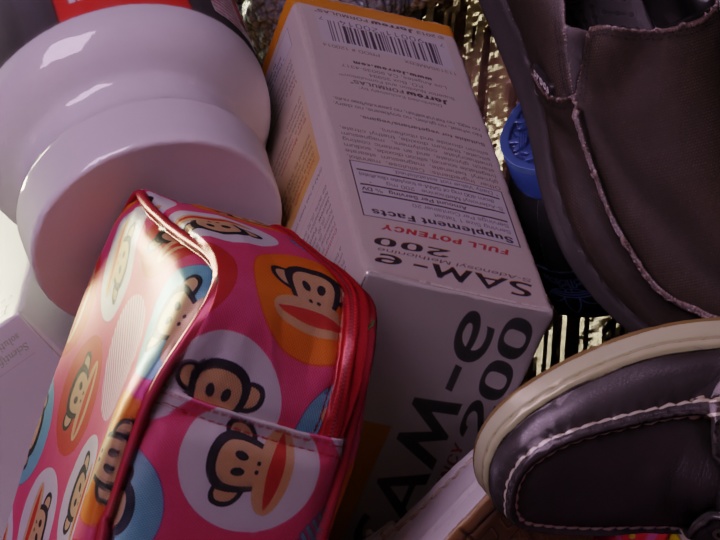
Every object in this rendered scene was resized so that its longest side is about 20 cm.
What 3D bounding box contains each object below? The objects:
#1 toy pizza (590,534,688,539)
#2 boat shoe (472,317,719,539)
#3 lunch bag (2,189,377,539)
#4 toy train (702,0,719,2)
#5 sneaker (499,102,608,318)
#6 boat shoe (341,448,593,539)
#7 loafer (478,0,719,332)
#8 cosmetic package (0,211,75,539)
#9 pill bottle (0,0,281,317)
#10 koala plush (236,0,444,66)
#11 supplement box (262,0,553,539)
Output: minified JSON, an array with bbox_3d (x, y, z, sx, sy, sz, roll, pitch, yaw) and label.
[{"bbox_3d":[0.058,0.142,0.822,0.200,0.032,0.200,-19,47,22],"label":"toy pizza"},{"bbox_3d":[0.138,0.057,0.750,0.200,0.073,0.065,-9,43,-9],"label":"boat shoe"},{"bbox_3d":[-0.072,0.076,0.791,0.200,0.082,0.176,-71,21,7],"label":"lunch bag"},{"bbox_3d":[0.189,-0.056,0.832,0.114,0.085,0.200,-29,67,18],"label":"toy train"},{"bbox_3d":[0.112,-0.063,0.930,0.070,0.078,0.200,8,39,30],"label":"sneaker"},{"bbox_3d":[0.004,0.120,0.803,0.200,0.071,0.069,-49,43,-7],"label":"boat shoe"},{"bbox_3d":[0.095,-0.060,0.809,0.073,0.071,0.200,-20,75,-24],"label":"loafer"},{"bbox_3d":[-0.139,0.020,0.975,0.108,0.085,0.200,-34,23,17],"label":"cosmetic package"},{"bbox_3d":[-0.100,-0.080,0.912,0.116,0.116,0.200,-31,47,9],"label":"pill bottle"},{"bbox_3d":[-0.041,-0.156,1.068,0.177,0.184,0.200,-44,64,4],"label":"koala plush"},{"bbox_3d":[0.000,0.000,0.886,0.200,0.073,0.126,-103,30,-53],"label":"supplement box"}]
